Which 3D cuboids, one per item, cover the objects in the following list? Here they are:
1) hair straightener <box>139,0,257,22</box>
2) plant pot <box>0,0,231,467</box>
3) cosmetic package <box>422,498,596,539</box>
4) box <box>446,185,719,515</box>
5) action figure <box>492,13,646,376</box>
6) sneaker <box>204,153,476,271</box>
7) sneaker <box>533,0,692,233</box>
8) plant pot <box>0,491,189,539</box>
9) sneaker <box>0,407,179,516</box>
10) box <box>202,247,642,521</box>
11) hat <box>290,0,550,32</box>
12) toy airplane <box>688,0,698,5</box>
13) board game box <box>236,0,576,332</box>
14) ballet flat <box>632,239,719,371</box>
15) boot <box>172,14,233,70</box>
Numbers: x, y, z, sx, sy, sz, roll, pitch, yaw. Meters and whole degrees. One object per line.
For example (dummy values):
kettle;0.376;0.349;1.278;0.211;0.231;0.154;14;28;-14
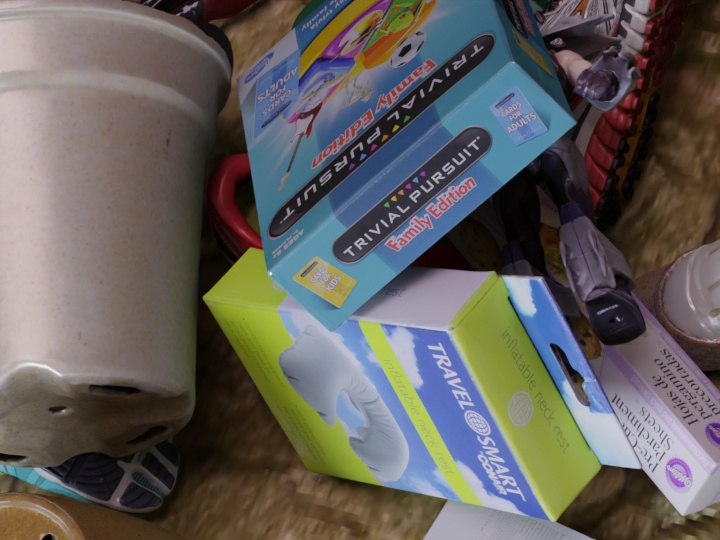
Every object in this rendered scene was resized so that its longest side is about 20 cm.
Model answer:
hair straightener;-0.108;-0.159;1.609;0.200;0.041;0.077;-38;50;2
plant pot;-0.155;-0.009;1.391;0.200;0.200;0.184;-12;67;14
cosmetic package;0.036;0.205;1.335;0.082;0.051;0.200;23;71;34
box;0.118;0.032;1.386;0.039;0.042;0.200;-16;56;-39
action figure;0.085;-0.052;1.360;0.130;0.069;0.201;-29;59;26
sneaker;0.000;0.000;1.440;0.199;0.085;0.077;24;72;22
sneaker;0.117;-0.123;1.432;0.082;0.078;0.201;20;97;17
plant pot;-0.130;0.186;1.320;0.186;0.200;0.187;-8;59;14
sneaker;-0.186;0.077;1.478;0.199;0.080;0.078;23;55;10
box;0.027;0.052;1.333;0.200;0.122;0.048;6;45;48
hat;-0.002;-0.133;1.464;0.199;0.176;0.166;-8;59;16
toy airplane;0.224;-0.251;1.467;0.198;0.141;0.201;-11;75;26
board game box;0.016;-0.081;1.336;0.151;0.047;0.200;-41;26;15
ballet flat;0.209;0.008;1.373;0.199;0.067;0.068;-5;60;18
boot;-0.182;-0.122;1.504;0.200;0.138;0.078;-1;83;47
